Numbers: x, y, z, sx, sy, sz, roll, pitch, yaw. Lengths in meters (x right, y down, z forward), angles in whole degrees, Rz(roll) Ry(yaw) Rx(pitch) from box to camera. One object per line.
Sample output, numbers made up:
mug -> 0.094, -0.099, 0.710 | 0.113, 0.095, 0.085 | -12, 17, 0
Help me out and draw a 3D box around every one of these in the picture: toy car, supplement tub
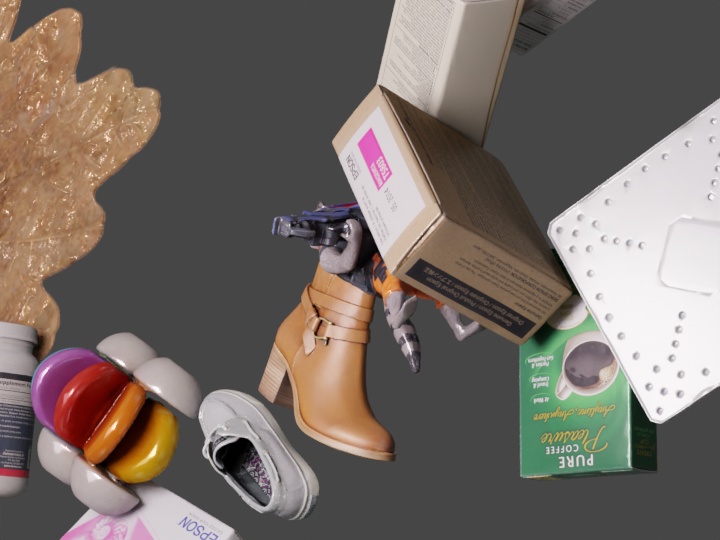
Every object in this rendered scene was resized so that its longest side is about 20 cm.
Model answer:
toy car -> -0.282, 0.148, 1.788 | 0.199, 0.150, 0.176 | 27, 81, 51
supplement tub -> -0.455, 0.165, 1.989 | 0.139, 0.139, 0.203 | -4, 78, 44

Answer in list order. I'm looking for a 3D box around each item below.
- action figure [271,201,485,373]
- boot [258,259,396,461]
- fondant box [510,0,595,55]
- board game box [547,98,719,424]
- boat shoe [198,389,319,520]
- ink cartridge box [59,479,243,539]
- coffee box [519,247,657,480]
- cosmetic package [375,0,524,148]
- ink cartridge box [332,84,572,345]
action figure -> 0.000, 0.000, 1.552 | 0.193, 0.198, 0.106 | 43, 123, 39
boot -> -0.013, 0.085, 1.624 | 0.199, 0.073, 0.156 | 31, 99, 41
fondant box -> 0.182, -0.315, 1.530 | 0.199, 0.058, 0.146 | -34, 59, 33
board game box -> 0.276, -0.010, 1.354 | 0.199, 0.026, 0.201 | -36, 62, 19
boat shoe -> -0.119, 0.181, 1.702 | 0.201, 0.071, 0.071 | 41, 110, 43
ink cartridge box -> -0.247, 0.318, 1.747 | 0.195, 0.044, 0.200 | 20, 58, 44
coffee box -> 0.194, 0.077, 1.439 | 0.122, 0.044, 0.203 | -13, 71, 42
cosmetic package -> 0.075, -0.188, 1.541 | 0.104, 0.072, 0.202 | 53, 142, 39
ink cartridge box -> 0.077, -0.049, 1.446 | 0.075, 0.164, 0.201 | -48, 37, 21
